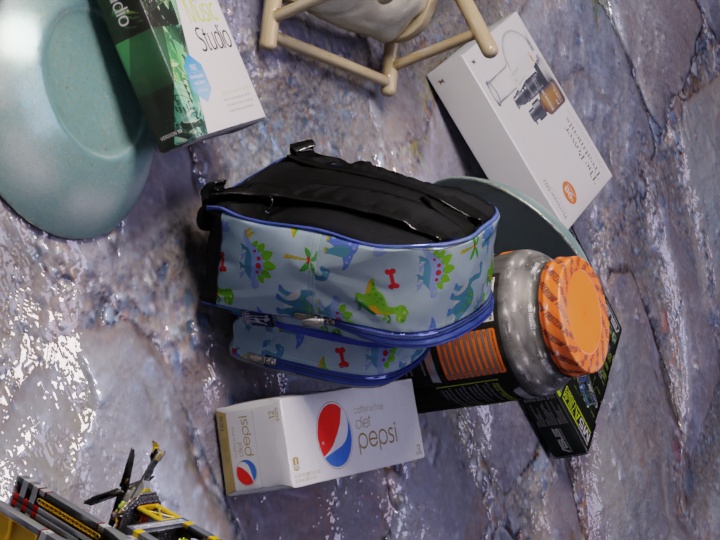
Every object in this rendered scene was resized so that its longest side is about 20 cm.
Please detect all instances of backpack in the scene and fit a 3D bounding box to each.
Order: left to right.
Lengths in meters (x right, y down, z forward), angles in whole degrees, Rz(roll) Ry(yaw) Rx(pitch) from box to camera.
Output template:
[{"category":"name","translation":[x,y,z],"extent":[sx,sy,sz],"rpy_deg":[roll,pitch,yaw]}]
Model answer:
[{"category":"backpack","translation":[0.000,0.000,1.259],"extent":[0.183,0.199,0.148],"rpy_deg":[-33,129,-59]}]

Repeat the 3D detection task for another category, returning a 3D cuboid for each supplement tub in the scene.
[{"category":"supplement tub","translation":[0.098,0.051,1.403],"extent":[0.122,0.199,0.123],"rpy_deg":[24,61,-54]}]

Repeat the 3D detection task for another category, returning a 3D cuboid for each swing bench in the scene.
[{"category":"swing bench","translation":[0.007,-0.278,1.432],"extent":[0.198,0.129,0.201],"rpy_deg":[13,64,-56]}]

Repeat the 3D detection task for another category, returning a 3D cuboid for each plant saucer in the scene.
[{"category":"plant saucer","translation":[-0.191,-0.124,1.136],"extent":[0.201,0.038,0.202],"rpy_deg":[27,58,-53]},{"category":"plant saucer","translation":[0.140,-0.011,1.493],"extent":[0.039,0.200,0.202],"rpy_deg":[-43,120,-28]}]

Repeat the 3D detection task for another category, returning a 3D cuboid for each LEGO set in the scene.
[{"category":"LEGO set","translation":[-0.184,0.193,1.019],"extent":[0.199,0.115,0.155],"rpy_deg":[-8,117,-55]}]

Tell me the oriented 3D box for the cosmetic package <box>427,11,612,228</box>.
[{"category":"cosmetic package","translation":[0.162,-0.142,1.675],"extent":[0.201,0.052,0.151],"rpy_deg":[58,37,-9]}]

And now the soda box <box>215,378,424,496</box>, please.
[{"category":"soda box","translation":[-0.028,0.127,1.304],"extent":[0.200,0.063,0.069],"rpy_deg":[-2,82,-60]}]

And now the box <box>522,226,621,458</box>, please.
[{"category":"box","translation":[0.198,0.054,1.718],"extent":[0.201,0.047,0.194],"rpy_deg":[59,38,-30]}]

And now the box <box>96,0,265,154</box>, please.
[{"category":"box","translation":[-0.140,-0.187,1.188],"extent":[0.201,0.036,0.144],"rpy_deg":[66,18,-4]}]
